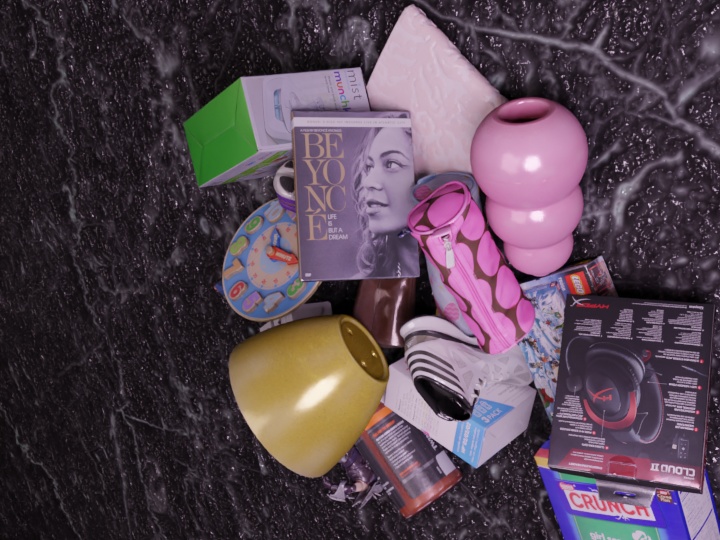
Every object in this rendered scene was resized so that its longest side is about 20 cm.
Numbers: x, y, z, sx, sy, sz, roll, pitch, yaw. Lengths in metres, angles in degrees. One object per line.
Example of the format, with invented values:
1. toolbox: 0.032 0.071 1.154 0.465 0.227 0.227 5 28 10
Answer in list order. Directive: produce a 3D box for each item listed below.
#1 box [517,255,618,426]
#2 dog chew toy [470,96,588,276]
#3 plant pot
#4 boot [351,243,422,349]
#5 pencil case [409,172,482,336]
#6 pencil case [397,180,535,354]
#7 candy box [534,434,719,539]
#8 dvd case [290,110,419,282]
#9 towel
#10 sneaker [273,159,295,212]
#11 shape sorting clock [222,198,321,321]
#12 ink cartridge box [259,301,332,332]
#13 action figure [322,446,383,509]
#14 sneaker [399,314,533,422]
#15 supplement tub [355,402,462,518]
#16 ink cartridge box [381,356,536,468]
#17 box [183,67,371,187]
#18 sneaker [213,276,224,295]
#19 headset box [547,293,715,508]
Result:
1. box: 0.255 0.095 1.041 0.136 0.040 0.202 -18 95 50
2. dog chew toy: 0.188 -0.082 0.972 0.124 0.124 0.201 19 136 40
3. plant pot: -0.047 0.137 1.133 0.142 0.200 0.201 -36 80 18
4. boot: 0.000 0.000 1.197 0.185 0.064 0.202 14 101 33
5. pencil case: 0.115 -0.018 1.078 0.091 0.082 0.202 -121 15 -57
6. pencil case: 0.124 0.005 0.985 0.201 0.090 0.094 54 -171 -29
7. candy box: 0.310 0.278 1.015 0.168 0.077 0.202 1 120 45
8. dvd case: -0.005 -0.090 1.064 0.016 0.147 0.202 161 106 -74
9. towel: 0.086 -0.186 1.091 0.200 0.032 0.192 50 138 18
10. sneaker: -0.013 -0.083 1.131 0.198 0.081 0.084 20 154 5
11. shape sorting clock: -0.124 -0.022 1.306 0.199 0.201 0.039 23 167 38
12. ink cartridge box: -0.098 0.128 1.359 0.200 0.066 0.117 145 116 -63
13. action figure: -0.026 0.268 1.334 0.069 0.131 0.200 -28 112 28
14. sneaker: 0.132 0.135 1.061 0.076 0.199 0.116 -41 40 42
15. supplement tub: 0.051 0.243 1.281 0.201 0.106 0.107 55 138 11
16. ink cartridge box: 0.112 0.155 1.165 0.199 0.115 0.068 30 128 34
17. box: -0.107 -0.182 1.161 0.199 0.175 0.098 -15 89 59
18. sneaker: -0.156 0.009 1.426 0.079 0.075 0.200 51 143 -8
19. headset box: 0.275 0.133 0.904 0.147 0.075 0.202 3 75 24
